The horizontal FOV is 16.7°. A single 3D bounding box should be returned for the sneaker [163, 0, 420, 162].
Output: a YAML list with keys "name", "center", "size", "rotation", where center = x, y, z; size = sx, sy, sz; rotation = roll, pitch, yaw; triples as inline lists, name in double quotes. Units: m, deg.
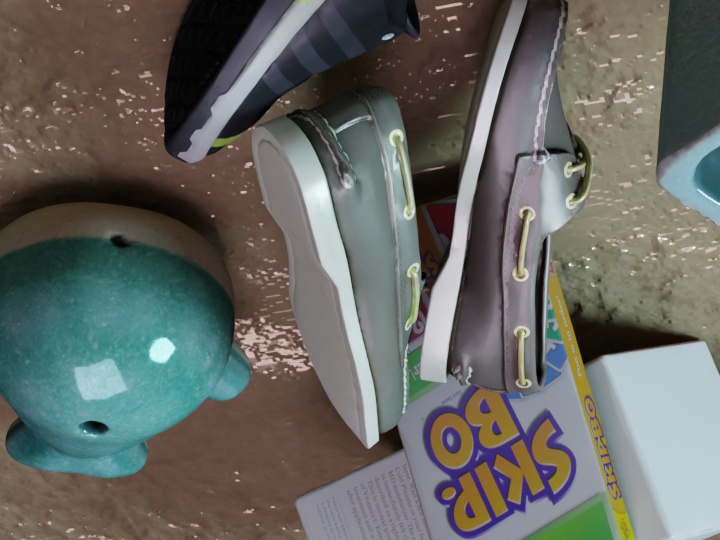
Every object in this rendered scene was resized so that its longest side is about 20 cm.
- name: "sneaker"
  center: [-0.015, -0.104, 1.037]
  size: [0.082, 0.072, 0.200]
  rotation: [19, 138, -24]

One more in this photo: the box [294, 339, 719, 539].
- name: "box"
  center: [0.088, 0.120, 1.261]
  size: [0.199, 0.098, 0.124]
  rotation: [-27, 168, 30]

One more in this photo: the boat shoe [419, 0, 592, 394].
- name: "boat shoe"
  center: [0.071, -0.034, 1.091]
  size: [0.059, 0.072, 0.201]
  rotation: [13, 118, 5]

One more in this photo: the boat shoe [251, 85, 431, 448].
- name: "boat shoe"
  center: [0.002, 0.002, 1.102]
  size: [0.060, 0.072, 0.203]
  rotation: [-28, 139, -15]

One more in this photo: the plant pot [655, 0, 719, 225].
- name: "plant pot"
  center: [0.238, -0.116, 0.914]
  size: [0.195, 0.201, 0.196]
  rotation: [28, 135, -30]

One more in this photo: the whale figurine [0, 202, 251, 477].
- name: "whale figurine"
  center: [-0.133, 0.056, 1.215]
  size: [0.158, 0.104, 0.201]
  rotation: [8, 141, -10]

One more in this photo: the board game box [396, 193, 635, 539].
- name: "board game box"
  center: [0.063, 0.064, 1.170]
  size: [0.095, 0.202, 0.030]
  rotation: [-17, -179, 23]
